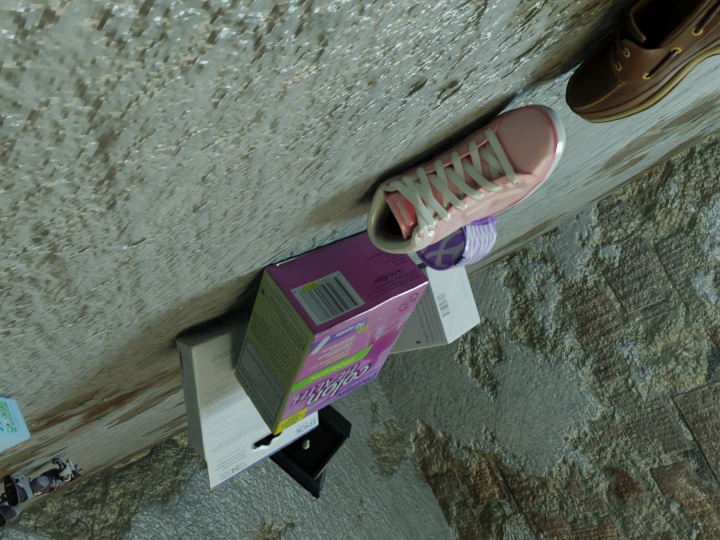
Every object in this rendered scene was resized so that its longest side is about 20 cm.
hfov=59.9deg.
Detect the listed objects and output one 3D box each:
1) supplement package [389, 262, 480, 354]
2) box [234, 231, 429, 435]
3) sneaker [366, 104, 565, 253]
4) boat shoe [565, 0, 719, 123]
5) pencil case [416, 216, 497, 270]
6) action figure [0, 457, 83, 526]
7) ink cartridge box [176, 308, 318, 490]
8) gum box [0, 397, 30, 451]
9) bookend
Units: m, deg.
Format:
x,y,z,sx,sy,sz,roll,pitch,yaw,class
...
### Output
x,y,z,sx,sy,sz,roll,pitch,yaw,class
0.073,0.062,1.031,0.197,0.124,0.119,-17,-177,39,supplement package
-0.039,0.071,0.744,0.174,0.097,0.202,-22,150,-38,box
0.085,-0.072,0.561,0.199,0.076,0.104,-30,178,40,sneaker
0.217,-0.175,0.460,0.066,0.074,0.200,12,165,-20,boat shoe
0.142,-0.050,0.906,0.086,0.084,0.199,-55,165,18,pencil case
-0.626,0.415,1.214,0.129,0.070,0.200,-36,175,3,action figure
-0.141,0.153,0.832,0.043,0.205,0.194,16,-155,40,ink cartridge box
-0.381,0.154,0.491,0.167,0.045,0.200,-26,172,-16,gum box
-0.077,0.199,0.971,0.200,0.199,0.092,-50,180,4,bookend
